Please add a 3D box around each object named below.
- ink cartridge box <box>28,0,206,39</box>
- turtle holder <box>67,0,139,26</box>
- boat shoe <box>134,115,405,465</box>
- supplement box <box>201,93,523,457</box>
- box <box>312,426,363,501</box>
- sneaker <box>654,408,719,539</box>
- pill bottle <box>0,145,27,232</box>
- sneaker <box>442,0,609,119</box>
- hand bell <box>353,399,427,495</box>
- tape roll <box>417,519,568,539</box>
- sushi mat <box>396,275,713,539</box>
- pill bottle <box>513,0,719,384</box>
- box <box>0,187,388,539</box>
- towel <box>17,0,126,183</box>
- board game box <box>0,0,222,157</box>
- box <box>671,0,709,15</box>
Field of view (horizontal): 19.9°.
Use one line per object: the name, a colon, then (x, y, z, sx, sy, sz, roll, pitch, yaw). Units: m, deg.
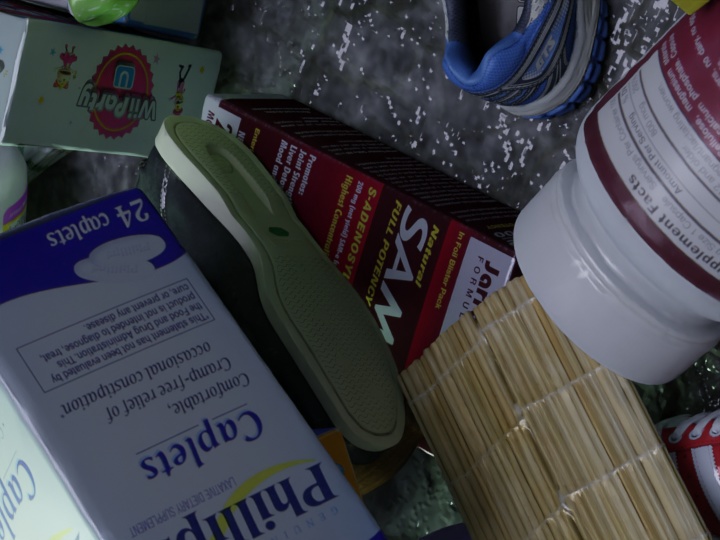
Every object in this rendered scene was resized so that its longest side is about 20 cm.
ink cartridge box: (-0.169, -0.200, 1.075, 0.198, 0.068, 0.117, 17, 97, 30)
turtle holder: (-0.062, -0.198, 0.927, 0.184, 0.132, 0.142, -9, 111, 16)
boat shoe: (-0.046, 0.018, 0.930, 0.068, 0.071, 0.200, -51, 55, 22)
supplement box: (0.000, 0.000, 0.977, 0.199, 0.061, 0.110, 28, 110, 33)
box: (-0.032, 0.148, 0.889, 0.119, 0.041, 0.202, -9, 98, 53)
sneaker: (0.161, 0.067, 0.843, 0.198, 0.071, 0.114, 16, 107, 30)
pill bottle: (-0.240, 0.025, 1.137, 0.104, 0.104, 0.202, 28, 123, 34)
sneaker: (0.067, -0.168, 0.894, 0.077, 0.085, 0.202, -1, 92, 39)
hand bell: (-0.036, 0.111, 0.963, 0.200, 0.104, 0.105, -39, 69, 39)
tape roll: (0.088, 0.204, 0.905, 0.199, 0.085, 0.202, 3, 94, 39)
sushi mat: (0.088, 0.097, 0.841, 0.095, 0.012, 0.201, -38, 59, 23)
pill bottle: (0.158, -0.051, 0.809, 0.200, 0.114, 0.115, -46, 65, 32)
box: (-0.103, 0.108, 0.839, 0.201, 0.104, 0.184, 53, 142, 19)
towel: (-0.212, -0.119, 1.163, 0.199, 0.031, 0.150, -33, 74, 36)
board game box: (-0.193, -0.109, 1.044, 0.199, 0.147, 0.065, 19, 99, 33)
box: (0.150, -0.185, 0.777, 0.117, 0.048, 0.201, -37, 29, 36)
